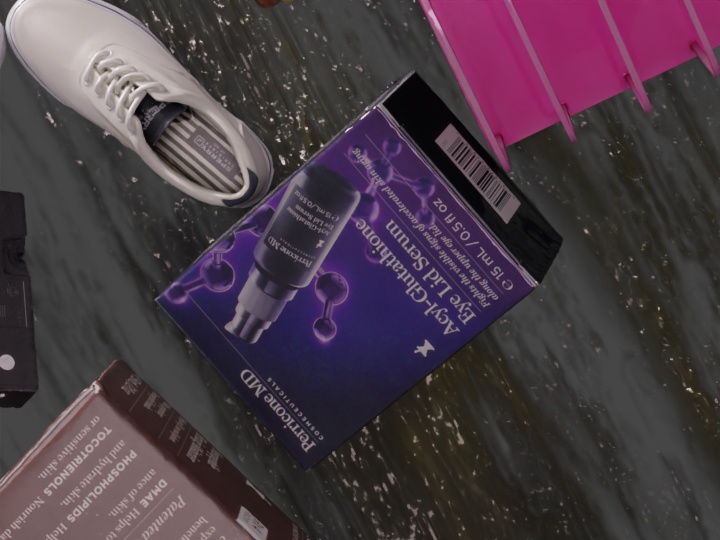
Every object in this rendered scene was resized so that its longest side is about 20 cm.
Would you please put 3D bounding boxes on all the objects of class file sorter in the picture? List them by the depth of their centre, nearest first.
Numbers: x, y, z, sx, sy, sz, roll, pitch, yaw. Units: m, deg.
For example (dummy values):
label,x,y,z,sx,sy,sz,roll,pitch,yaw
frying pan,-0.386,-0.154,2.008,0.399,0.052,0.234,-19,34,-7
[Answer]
label,x,y,z,sx,sy,sz,roll,pitch,yaw
file sorter,0.144,-0.164,1.398,0.200,0.125,0.139,-25,104,6

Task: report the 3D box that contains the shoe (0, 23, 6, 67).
label,x,y,z,sx,sy,sz,roll,pitch,yaw
shoe,-0.318,-0.109,1.428,0.200,0.091,0.072,-31,78,3

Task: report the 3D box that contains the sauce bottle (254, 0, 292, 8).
label,x,y,z,sx,sy,sz,roll,pitch,yaw
sauce bottle,0.017,-0.227,1.431,0.200,0.066,0.066,-22,94,9

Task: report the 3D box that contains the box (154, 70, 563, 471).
label,x,y,z,sx,sy,sz,roll,pitch,yaw
box,0.000,0.000,1.410,0.200,0.104,0.148,-41,94,21

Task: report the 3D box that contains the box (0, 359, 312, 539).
label,x,y,z,sx,sy,sz,roll,pitch,yaw
box,-0.140,0.185,1.417,0.200,0.166,0.164,43,92,-3

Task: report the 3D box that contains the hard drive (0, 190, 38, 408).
label,x,y,z,sx,sy,sz,roll,pitch,yaw
hard drive,-0.301,0.012,1.404,0.200,0.038,0.140,4,65,-28

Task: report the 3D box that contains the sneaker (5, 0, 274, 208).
label,x,y,z,sx,sy,sz,roll,pitch,yaw
sneaker,-0.138,-0.112,1.445,0.200,0.071,0.073,34,93,-3
